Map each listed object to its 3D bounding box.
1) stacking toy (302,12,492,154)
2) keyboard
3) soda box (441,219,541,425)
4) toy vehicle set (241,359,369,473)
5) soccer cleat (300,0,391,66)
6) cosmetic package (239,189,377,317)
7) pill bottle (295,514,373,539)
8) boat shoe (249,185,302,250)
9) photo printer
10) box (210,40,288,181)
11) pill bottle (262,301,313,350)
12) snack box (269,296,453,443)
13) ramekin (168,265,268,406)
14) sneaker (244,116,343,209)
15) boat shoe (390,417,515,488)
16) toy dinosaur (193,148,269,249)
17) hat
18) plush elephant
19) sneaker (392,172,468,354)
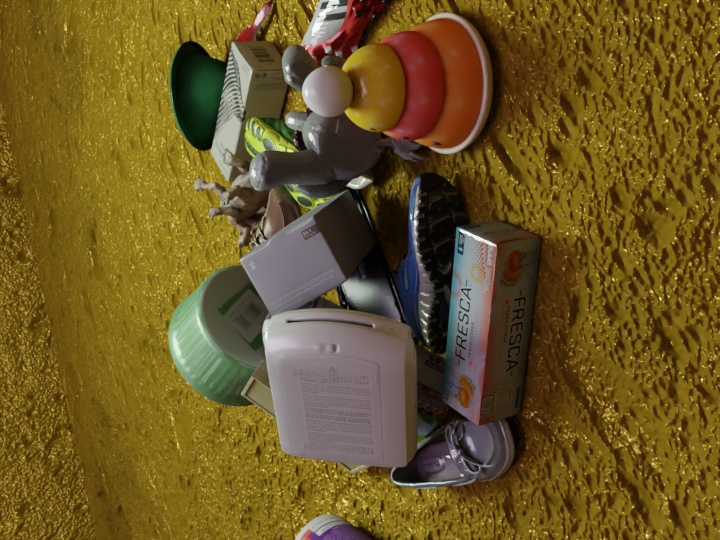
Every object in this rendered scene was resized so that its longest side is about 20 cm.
[{"bbox_3d":[0.024,-0.189,0.921,0.145,0.197,0.149,23,117,54],"label":"stacking toy"},{"bbox_3d":[0.000,0.000,1.187,0.103,0.039,0.203,-30,70,33],"label":"keyboard"},{"bbox_3d":[0.135,0.055,0.938,0.068,0.063,0.204,30,122,51],"label":"soda box"},{"bbox_3d":[-0.068,0.202,1.209,0.198,0.027,0.124,36,157,-2],"label":"toy vehicle set"},{"bbox_3d":[-0.026,-0.316,1.105,0.200,0.067,0.087,-43,54,51],"label":"soccer cleat"},{"bbox_3d":[-0.056,-0.024,1.065,0.106,0.200,0.091,-28,100,18],"label":"cosmetic package"},{"bbox_3d":[-0.005,0.423,1.225,0.199,0.110,0.114,14,111,56],"label":"pill bottle"},{"bbox_3d":[-0.120,-0.037,1.282,0.076,0.071,0.202,53,154,35],"label":"boat shoe"},{"bbox_3d":[-0.019,0.124,0.971,0.070,0.163,0.203,-76,-14,-47],"label":"photo printer"},{"bbox_3d":[-0.168,-0.238,1.348,0.083,0.067,0.202,54,140,36],"label":"box"},{"bbox_3d":[-0.076,0.100,1.195,0.201,0.105,0.107,90,156,-63],"label":"pill bottle"},{"bbox_3d":[0.006,0.126,1.058,0.143,0.197,0.054,-56,10,49],"label":"snack box"},{"bbox_3d":[-0.180,0.092,1.347,0.098,0.197,0.203,-46,60,44],"label":"ramekin"},{"bbox_3d":[-0.080,-0.156,1.216,0.200,0.083,0.075,45,139,32],"label":"sneaker"},{"bbox_3d":[0.106,0.214,1.029,0.201,0.064,0.076,-36,68,56],"label":"boat shoe"},{"bbox_3d":[-0.159,-0.115,1.328,0.199,0.133,0.087,-37,57,47],"label":"toy dinosaur"},{"bbox_3d":[-0.186,-0.283,1.389,0.172,0.200,0.169,-1,71,17],"label":"hat"},{"bbox_3d":[-0.030,-0.171,1.077,0.155,0.196,0.168,-133,53,-74],"label":"plush elephant"},{"bbox_3d":[0.069,-0.010,1.015,0.089,0.077,0.204,19,114,52],"label":"sneaker"}]
